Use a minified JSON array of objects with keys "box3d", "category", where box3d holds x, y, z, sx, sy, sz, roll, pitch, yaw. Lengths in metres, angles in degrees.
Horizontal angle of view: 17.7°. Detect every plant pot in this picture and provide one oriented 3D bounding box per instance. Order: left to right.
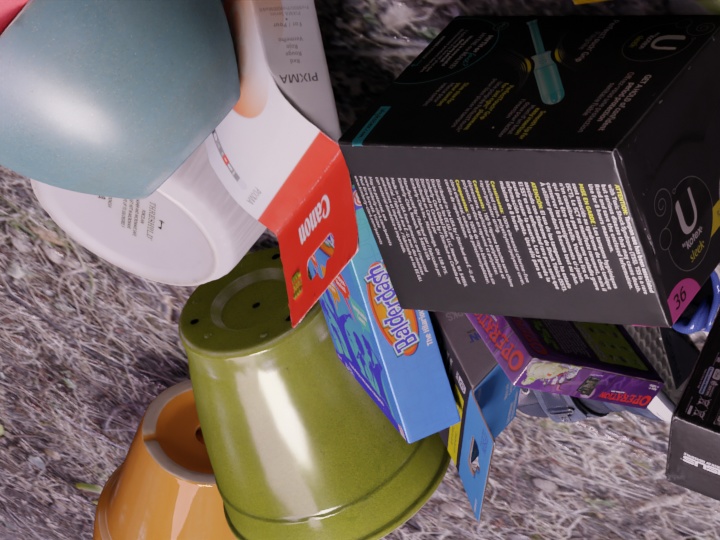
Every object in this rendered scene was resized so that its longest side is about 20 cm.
[{"box3d":[-0.156,-0.125,1.480,0.135,0.200,0.200,43,151,-8],"category":"plant pot"},{"box3d":[-0.142,0.204,2.118,0.200,0.200,0.183,22,138,11],"category":"plant pot"},{"box3d":[-0.050,0.092,1.834,0.200,0.200,0.193,7,135,36],"category":"plant pot"}]

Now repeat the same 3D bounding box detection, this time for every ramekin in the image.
[{"box3d":[-0.156,-0.072,1.717,0.202,0.094,0.202,22,153,12],"category":"ramekin"}]

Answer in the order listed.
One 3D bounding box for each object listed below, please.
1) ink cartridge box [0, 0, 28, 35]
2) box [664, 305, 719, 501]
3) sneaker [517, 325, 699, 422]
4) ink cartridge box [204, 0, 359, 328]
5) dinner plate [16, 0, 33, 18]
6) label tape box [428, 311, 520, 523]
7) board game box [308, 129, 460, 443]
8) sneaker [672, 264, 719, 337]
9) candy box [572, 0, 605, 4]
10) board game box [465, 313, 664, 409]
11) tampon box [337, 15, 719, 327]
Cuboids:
[{"box3d":[-0.241,-0.189,1.439,0.067,0.200,0.116,36,131,-15],"category":"ink cartridge box"},{"box3d":[0.296,0.056,1.401,0.163,0.200,0.086,19,151,15],"category":"box"},{"box3d":[0.147,0.045,1.662,0.146,0.077,0.202,2,145,36],"category":"sneaker"},{"box3d":[-0.060,-0.079,1.518,0.050,0.200,0.162,-3,161,-19],"category":"ink cartridge box"},{"box3d":[-0.279,-0.224,1.585,0.200,0.024,0.200,12,141,10],"category":"dinner plate"},{"box3d":[0.075,0.057,1.640,0.144,0.063,0.200,93,154,-62],"category":"label tape box"},{"box3d":[0.000,0.000,1.600,0.152,0.045,0.200,-133,23,-61],"category":"board game box"},{"box3d":[0.224,0.013,1.521,0.075,0.088,0.200,7,149,32],"category":"sneaker"},{"box3d":[0.107,-0.225,1.271,0.102,0.026,0.200,1,143,48],"category":"candy box"},{"box3d":[0.104,0.009,1.506,0.120,0.032,0.200,17,-151,-40],"category":"board game box"},{"box3d":[0.119,-0.062,1.382,0.200,0.150,0.126,5,128,39],"category":"tampon box"}]
